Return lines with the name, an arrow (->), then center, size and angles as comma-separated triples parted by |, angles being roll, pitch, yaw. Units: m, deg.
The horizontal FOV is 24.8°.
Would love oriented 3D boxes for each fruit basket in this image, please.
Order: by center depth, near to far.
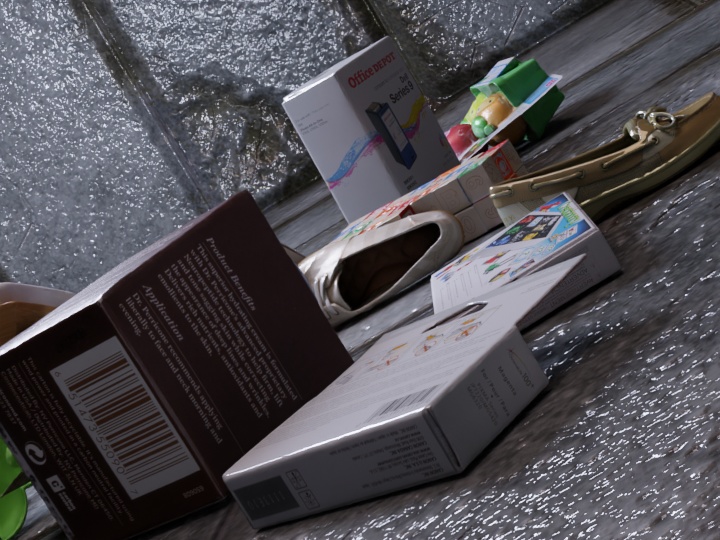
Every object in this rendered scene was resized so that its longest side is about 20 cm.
fruit basket -> 0.140, -0.170, 1.953 | 0.199, 0.094, 0.185 | -36, 8, -5

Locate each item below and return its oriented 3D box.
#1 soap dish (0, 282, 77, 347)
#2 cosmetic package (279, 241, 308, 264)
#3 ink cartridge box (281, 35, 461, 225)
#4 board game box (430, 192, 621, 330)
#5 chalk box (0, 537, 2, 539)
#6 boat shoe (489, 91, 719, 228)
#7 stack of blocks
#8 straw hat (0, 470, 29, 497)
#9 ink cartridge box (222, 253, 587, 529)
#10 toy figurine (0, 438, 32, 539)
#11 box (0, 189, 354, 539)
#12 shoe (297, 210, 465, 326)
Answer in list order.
soap dish -> -0.323, 0.076, 1.311 | 0.198, 0.082, 0.157 | -18, -10, 13
cosmetic package -> -0.125, 0.022, 1.621 | 0.104, 0.087, 0.200 | -64, 11, -12
ink cartridge box -> 0.020, -0.134, 1.778 | 0.087, 0.201, 0.145 | -26, 9, 34
board game box -> 0.111, 0.002, 1.156 | 0.126, 0.035, 0.200 | -32, 7, 7
chalk box -> -0.393, 0.243, 1.300 | 0.124, 0.125, 0.200 | -29, 7, 18
boat shoe -> 0.198, -0.088, 1.273 | 0.200, 0.063, 0.073 | -31, 7, 8
stack of blocks -> 0.060, -0.042, 1.565 | 0.199, 0.059, 0.115 | -28, 8, 30
straw hat -> -0.205, 0.138, 1.376 | 0.201, 0.085, 0.201 | -50, 3, 4
ink cartridge box -> 0.034, 0.074, 0.971 | 0.199, 0.044, 0.173 | -24, 10, 48
toy figurine -> -0.366, 0.197, 1.571 | 0.148, 0.202, 0.184 | 7, -28, -16
box -> -0.143, 0.075, 1.210 | 0.163, 0.167, 0.200 | -27, 8, 37
shoe -> 0.000, 0.000, 1.487 | 0.199, 0.070, 0.053 | -28, 0, 15
